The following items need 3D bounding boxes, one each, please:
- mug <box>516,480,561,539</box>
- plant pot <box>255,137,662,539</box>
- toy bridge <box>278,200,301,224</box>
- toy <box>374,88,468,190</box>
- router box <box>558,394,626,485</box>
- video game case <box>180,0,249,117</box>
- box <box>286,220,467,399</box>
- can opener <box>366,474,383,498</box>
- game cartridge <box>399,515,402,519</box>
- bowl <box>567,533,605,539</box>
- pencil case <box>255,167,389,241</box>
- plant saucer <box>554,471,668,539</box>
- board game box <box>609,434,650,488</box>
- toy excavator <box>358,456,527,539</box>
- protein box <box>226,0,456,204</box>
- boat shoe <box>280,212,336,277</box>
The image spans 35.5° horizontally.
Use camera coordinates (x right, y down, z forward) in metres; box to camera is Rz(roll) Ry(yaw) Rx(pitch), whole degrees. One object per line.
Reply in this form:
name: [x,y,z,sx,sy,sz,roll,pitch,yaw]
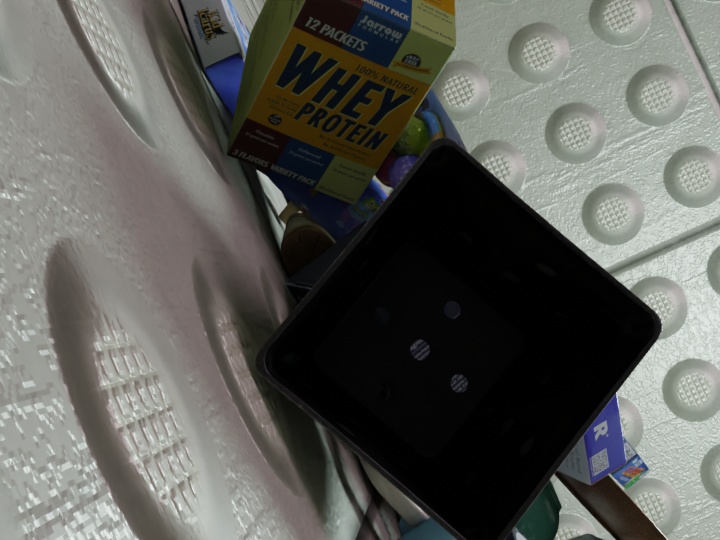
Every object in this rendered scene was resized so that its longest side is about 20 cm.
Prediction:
mug: [0.140,0.227,1.190,0.185,0.114,0.153,-101,166,-74]
plant pot: [0.056,0.055,0.814,0.200,0.200,0.177,40,-9,-3]
toy bridge: [0.000,0.000,1.183,0.200,0.027,0.067,45,21,19]
toy: [0.040,-0.114,1.070,0.200,0.047,0.116,-106,-151,-53]
router box: [0.156,0.077,1.052,0.179,0.049,0.201,17,-55,56]
video game case: [-0.137,-0.229,1.247,0.200,0.045,0.182,60,8,-56]
box: [0.049,0.068,1.020,0.148,0.107,0.200,11,-45,57]
can opener: [0.072,0.218,0.988,0.200,0.063,0.079,54,21,11]
game cartridge: [0.077,0.280,1.116,0.134,0.041,0.200,60,5,-15]
bowl: [0.200,0.337,1.177,0.200,0.199,0.075,52,16,-80]
pencil case: [-0.023,-0.081,1.152,0.200,0.087,0.078,45,-10,24]
plant saucer: [0.249,0.236,1.178,0.200,0.037,0.200,48,-2,2]
board game box: [0.216,0.127,1.150,0.200,0.034,0.135,54,6,23]
toy excavator: [0.054,0.205,0.899,0.200,0.100,0.195,49,15,-27]
protein box: [-0.017,-0.213,1.042,0.134,0.200,0.199,20,43,-16]
boat shoe: [-0.015,0.030,1.115,0.065,0.071,0.201,-106,170,-65]
